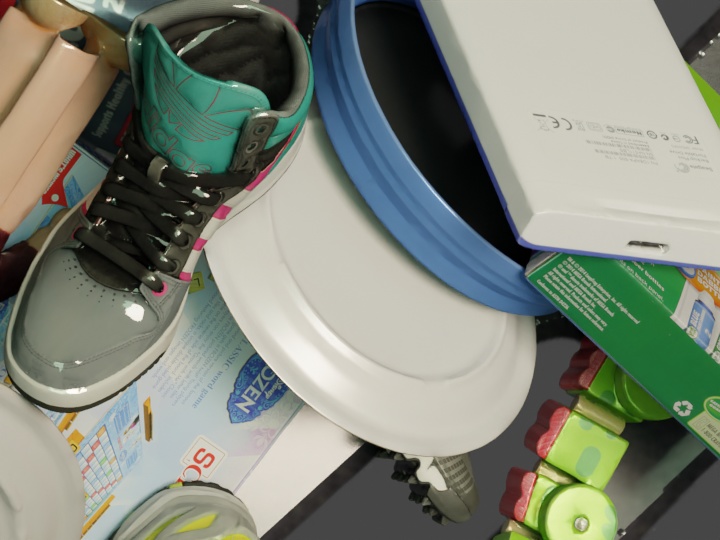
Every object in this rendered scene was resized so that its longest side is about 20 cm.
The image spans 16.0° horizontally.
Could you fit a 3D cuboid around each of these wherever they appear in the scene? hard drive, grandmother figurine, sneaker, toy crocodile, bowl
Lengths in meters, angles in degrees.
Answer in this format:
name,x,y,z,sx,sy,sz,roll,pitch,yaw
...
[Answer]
name,x,y,z,sx,sy,sz,roll,pitch,yaw
hard drive,0.101,-0.084,1.189,0.131,0.025,0.201,6,44,-28
grandmother figurine,-0.173,-0.027,1.110,0.121,0.061,0.201,27,95,-25
sneaker,-0.080,-0.041,1.073,0.083,0.121,0.200,28,61,10
toy crocodile,0.112,0.084,1.295,0.062,0.067,0.201,31,84,-11
sneaker,-0.123,0.184,1.174,0.075,0.076,0.200,39,94,-24
sneaker,0.027,0.027,1.277,0.090,0.066,0.201,-27,94,-9
bowl,0.057,-0.067,1.236,0.039,0.201,0.201,-36,101,34

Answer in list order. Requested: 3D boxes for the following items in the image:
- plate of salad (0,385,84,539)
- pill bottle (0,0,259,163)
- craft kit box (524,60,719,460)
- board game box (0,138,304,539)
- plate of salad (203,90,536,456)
name,x,y,z,sx,sy,sz,roll,pitch,yaw
plate of salad,-0.220,0.106,1.110,0.199,0.048,0.201,-10,132,-11
pill bottle,-0.157,-0.132,1.208,0.199,0.120,0.120,23,85,-12
craft kit box,0.176,0.001,1.249,0.200,0.198,0.048,42,122,-17
board game box,-0.142,0.054,1.195,0.199,0.041,0.200,38,93,-21
plate of salad,0.000,0.000,1.200,0.199,0.048,0.201,25,47,-29
